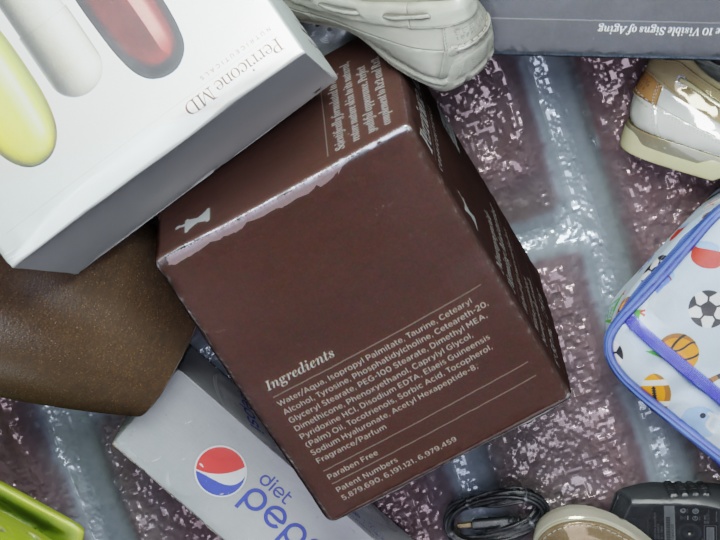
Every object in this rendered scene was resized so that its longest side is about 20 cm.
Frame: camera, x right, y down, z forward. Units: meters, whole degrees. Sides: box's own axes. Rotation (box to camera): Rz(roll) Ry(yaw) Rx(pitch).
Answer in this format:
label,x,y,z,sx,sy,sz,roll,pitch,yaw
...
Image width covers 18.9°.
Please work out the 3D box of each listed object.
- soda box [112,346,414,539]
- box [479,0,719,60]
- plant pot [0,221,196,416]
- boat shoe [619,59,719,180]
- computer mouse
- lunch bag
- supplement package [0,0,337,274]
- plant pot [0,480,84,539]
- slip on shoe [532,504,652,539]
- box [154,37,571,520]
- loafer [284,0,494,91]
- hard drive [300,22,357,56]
label,x,y,z,sx,sy,sz,roll,pitch,yaw
soda box,-0.058,0.142,1.375,0.200,0.063,0.068,41,101,-5
box,0.155,-0.225,1.253,0.199,0.124,0.198,2,101,4
plant pot,-0.200,0.002,1.308,0.199,0.187,0.187,27,103,-13
boat shoe,0.260,-0.081,1.303,0.199,0.075,0.069,14,108,1
computer mouse,0.152,0.158,1.387,0.199,0.034,0.059,2,122,8
lunch bag,0.255,0.056,1.335,0.200,0.076,0.160,40,104,-4
supplement package,-0.150,-0.133,1.152,0.191,0.147,0.200,-36,86,4
plant pot,-0.289,0.214,1.345,0.198,0.182,0.201,27,102,-3
slip on shoe,0.177,0.236,1.370,0.076,0.061,0.200,-27,107,23
box,0.000,0.000,1.268,0.164,0.166,0.200,-28,115,10
loafer,-0.009,-0.170,1.217,0.199,0.070,0.070,27,59,27
hard drive,-0.040,-0.238,1.309,0.139,0.033,0.201,20,102,-1
